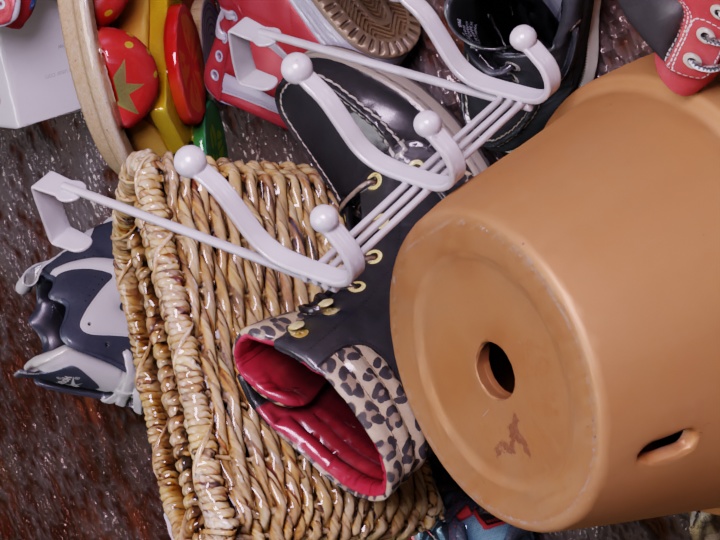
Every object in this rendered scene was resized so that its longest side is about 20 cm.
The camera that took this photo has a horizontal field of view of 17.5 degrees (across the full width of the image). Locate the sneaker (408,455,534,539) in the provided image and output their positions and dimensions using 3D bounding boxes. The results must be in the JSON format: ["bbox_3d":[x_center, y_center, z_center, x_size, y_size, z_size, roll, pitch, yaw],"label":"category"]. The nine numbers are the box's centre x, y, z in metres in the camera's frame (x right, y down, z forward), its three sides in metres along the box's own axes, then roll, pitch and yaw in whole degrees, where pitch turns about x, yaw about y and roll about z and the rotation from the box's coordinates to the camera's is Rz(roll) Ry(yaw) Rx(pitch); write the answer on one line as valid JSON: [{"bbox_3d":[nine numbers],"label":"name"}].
[{"bbox_3d":[0.049,0.130,1.201,0.095,0.079,0.200,-30,87,44],"label":"sneaker"}]

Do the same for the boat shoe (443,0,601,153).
[{"bbox_3d":[0.069,-0.118,1.013,0.075,0.066,0.199,56,146,21],"label":"boat shoe"}]

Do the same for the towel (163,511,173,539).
[{"bbox_3d":[-0.060,0.234,1.358,0.200,0.030,0.147,69,-179,-55],"label":"towel"}]

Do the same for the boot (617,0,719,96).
[{"bbox_3d":[0.167,-0.104,0.861,0.200,0.072,0.145,50,139,42],"label":"boot"}]

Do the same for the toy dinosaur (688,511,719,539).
[{"bbox_3d":[0.148,0.183,1.094,0.101,0.058,0.200,65,145,37],"label":"toy dinosaur"}]

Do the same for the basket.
[{"bbox_3d":[-0.074,0.054,1.144,0.143,0.149,0.200,-27,70,43],"label":"basket"}]

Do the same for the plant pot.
[{"bbox_3d":[0.107,0.020,0.966,0.200,0.140,0.200,32,132,45],"label":"plant pot"}]

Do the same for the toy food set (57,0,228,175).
[{"bbox_3d":[-0.108,-0.136,1.196,0.198,0.049,0.200,65,-161,-62],"label":"toy food set"}]

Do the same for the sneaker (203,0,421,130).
[{"bbox_3d":[-0.055,-0.159,1.180,0.200,0.071,0.112,58,144,14],"label":"sneaker"}]

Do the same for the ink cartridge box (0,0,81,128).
[{"bbox_3d":[-0.224,-0.193,1.408,0.145,0.087,0.200,12,119,54],"label":"ink cartridge box"}]

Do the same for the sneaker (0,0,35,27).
[{"bbox_3d":[-0.172,-0.204,1.264,0.200,0.071,0.113,-26,100,28],"label":"sneaker"}]

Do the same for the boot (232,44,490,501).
[{"bbox_3d":[0.000,0.000,1.077,0.200,0.151,0.073,50,145,5],"label":"boot"}]

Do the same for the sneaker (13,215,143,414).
[{"bbox_3d":[-0.133,0.066,1.371,0.079,0.129,0.199,-35,78,59],"label":"sneaker"}]

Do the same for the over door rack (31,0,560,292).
[{"bbox_3d":[-0.036,-0.064,0.995,0.200,0.148,0.067,9,131,45],"label":"over door rack"}]
